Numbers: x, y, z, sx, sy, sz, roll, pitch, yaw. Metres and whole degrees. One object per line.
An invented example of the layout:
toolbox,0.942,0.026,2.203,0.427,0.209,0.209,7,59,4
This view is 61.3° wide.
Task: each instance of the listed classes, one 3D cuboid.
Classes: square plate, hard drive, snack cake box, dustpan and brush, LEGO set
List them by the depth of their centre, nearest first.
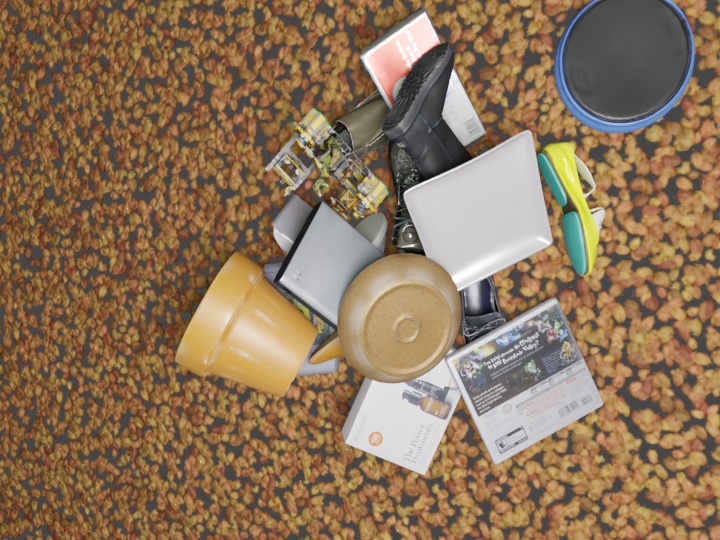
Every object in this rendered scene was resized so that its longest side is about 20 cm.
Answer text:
square plate,0.174,-0.078,0.883,0.193,0.029,0.203,-25,125,1
hard drive,-0.020,0.016,0.915,0.198,0.033,0.142,39,64,-23
LEGO set,-0.060,-0.139,0.927,0.116,0.154,0.200,-46,116,-2
snack cake box,0.097,-0.274,0.928,0.113,0.068,0.202,-27,114,17
dustpan and brush,-0.065,-0.023,1.021,0.198,0.141,0.057,39,119,-8

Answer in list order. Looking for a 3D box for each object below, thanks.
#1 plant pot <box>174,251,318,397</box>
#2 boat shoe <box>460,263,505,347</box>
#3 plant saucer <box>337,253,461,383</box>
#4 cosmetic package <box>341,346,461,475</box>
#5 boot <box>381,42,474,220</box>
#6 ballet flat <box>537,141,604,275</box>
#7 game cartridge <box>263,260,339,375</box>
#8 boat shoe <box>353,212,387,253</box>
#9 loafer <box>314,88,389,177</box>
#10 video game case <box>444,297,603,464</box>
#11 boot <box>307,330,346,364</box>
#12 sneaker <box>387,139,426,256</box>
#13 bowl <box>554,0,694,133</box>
plant pot,-0.174,0.105,0.994,0.180,0.201,0.204,30,103,-5
boat shoe,0.195,0.080,0.971,0.072,0.062,0.208,-9,93,15
plant saucer,0.063,0.079,0.886,0.193,0.035,0.208,-4,108,-13
cosmetic package,0.076,0.202,0.968,0.147,0.052,0.205,23,94,-11
boot,0.131,-0.195,0.883,0.065,0.199,0.167,13,66,55
ballet flat,0.331,-0.099,0.919,0.065,0.067,0.206,-19,87,-4
game cartridge,-0.099,0.082,1.075,0.128,0.041,0.208,-7,92,13
boat shoe,0.000,0.000,1.000,0.068,0.072,0.205,2,56,39
loafer,0.000,-0.228,1.001,0.199,0.069,0.076,-42,83,16
video game case,0.254,0.171,0.941,0.196,0.023,0.186,-27,95,0
boot,0.023,0.144,1.009,0.199,0.071,0.146,-35,97,9
sneaker,0.081,-0.107,0.924,0.073,0.115,0.205,-3,122,15
bowl,0.387,-0.310,0.893,0.193,0.039,0.209,1,94,17
